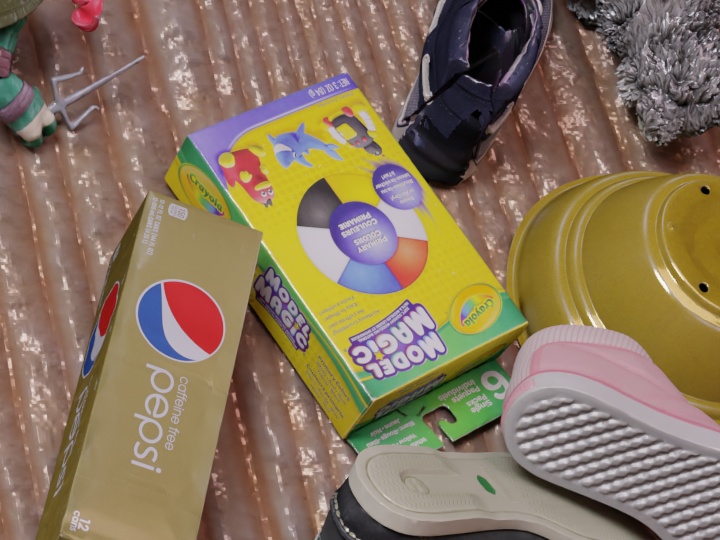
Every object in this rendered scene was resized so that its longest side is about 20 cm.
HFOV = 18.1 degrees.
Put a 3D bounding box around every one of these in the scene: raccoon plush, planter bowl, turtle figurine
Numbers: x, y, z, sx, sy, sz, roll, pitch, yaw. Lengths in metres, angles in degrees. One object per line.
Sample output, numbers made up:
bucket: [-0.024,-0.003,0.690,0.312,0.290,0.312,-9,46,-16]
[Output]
raccoon plush: [0.160,-0.163,1.304,0.200,0.096,0.135,49,19,-46]
planter bowl: [0.187,0.009,1.248,0.199,0.084,0.201,13,53,-18]
turtle figurine: [-0.211,-0.140,1.151,0.199,0.101,0.150,-15,66,-27]

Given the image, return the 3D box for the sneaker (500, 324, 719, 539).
sneaker: [0.160,0.093,1.159,0.199,0.076,0.105,30,21,-10]

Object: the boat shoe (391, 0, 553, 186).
boat shoe: [0.081,-0.144,1.293,0.074,0.093,0.201,26,51,-8]

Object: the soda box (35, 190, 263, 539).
soda box: [-0.102,0.065,1.079,0.064,0.068,0.201,20,52,-13]

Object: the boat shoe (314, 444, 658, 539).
boat shoe: [0.065,0.133,1.125,0.199,0.068,0.072,10,29,-36]

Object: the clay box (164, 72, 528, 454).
clay box: [0.000,0.000,1.186,0.115,0.048,0.200,-25,71,-36]
